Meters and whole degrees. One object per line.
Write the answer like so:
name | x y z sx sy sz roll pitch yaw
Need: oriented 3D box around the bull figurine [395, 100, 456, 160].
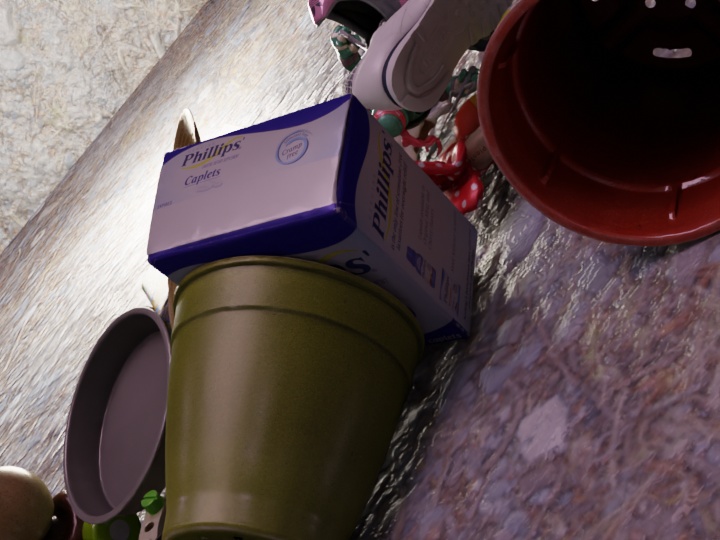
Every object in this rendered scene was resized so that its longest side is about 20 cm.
bull figurine | 0.035 -0.148 1.340 0.121 0.065 0.200 -40 29 -2

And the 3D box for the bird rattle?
bird rattle | 0.116 -0.114 1.125 0.201 0.112 0.163 -54 3 9

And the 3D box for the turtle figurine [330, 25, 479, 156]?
turtle figurine | 0.039 -0.189 1.234 0.201 0.148 0.101 -78 7 -49

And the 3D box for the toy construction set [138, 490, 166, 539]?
toy construction set | -0.202 0.258 1.113 0.199 0.092 0.132 -34 27 37

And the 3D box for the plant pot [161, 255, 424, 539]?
plant pot | -0.063 0.126 0.954 0.200 0.199 0.195 -26 43 46

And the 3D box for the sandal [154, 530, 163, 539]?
sandal | -0.110 0.207 1.035 0.201 0.075 0.045 -54 8 -16

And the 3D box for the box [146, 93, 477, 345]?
box | -0.033 -0.020 1.006 0.182 0.200 0.106 -13 53 31

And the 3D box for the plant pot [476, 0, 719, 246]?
plant pot | 0.197 -0.156 0.877 0.200 0.201 0.196 -32 20 38

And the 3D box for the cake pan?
cake pan | -0.213 0.135 1.192 0.199 0.036 0.203 -29 52 45

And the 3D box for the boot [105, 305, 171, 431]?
boot | -0.216 0.140 1.349 0.155 0.071 0.203 59 -147 -87

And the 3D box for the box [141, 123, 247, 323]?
box | -0.119 -0.031 1.312 0.202 0.121 0.193 -62 16 0

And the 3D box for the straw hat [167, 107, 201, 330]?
straw hat | -0.119 -0.038 1.140 0.201 0.084 0.204 -178 90 -75

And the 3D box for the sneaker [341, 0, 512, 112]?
sneaker | 0.059 -0.213 1.104 0.080 0.077 0.200 1 43 50

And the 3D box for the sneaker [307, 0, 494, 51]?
sneaker | 0.041 -0.223 1.163 0.070 0.198 0.083 142 141 -61

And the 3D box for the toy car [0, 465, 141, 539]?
toy car | -0.344 0.256 1.251 0.164 0.200 0.159 -23 35 50

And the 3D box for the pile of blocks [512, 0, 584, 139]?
pile of blocks | 0.156 -0.138 1.014 0.062 0.082 0.202 -21 56 29
